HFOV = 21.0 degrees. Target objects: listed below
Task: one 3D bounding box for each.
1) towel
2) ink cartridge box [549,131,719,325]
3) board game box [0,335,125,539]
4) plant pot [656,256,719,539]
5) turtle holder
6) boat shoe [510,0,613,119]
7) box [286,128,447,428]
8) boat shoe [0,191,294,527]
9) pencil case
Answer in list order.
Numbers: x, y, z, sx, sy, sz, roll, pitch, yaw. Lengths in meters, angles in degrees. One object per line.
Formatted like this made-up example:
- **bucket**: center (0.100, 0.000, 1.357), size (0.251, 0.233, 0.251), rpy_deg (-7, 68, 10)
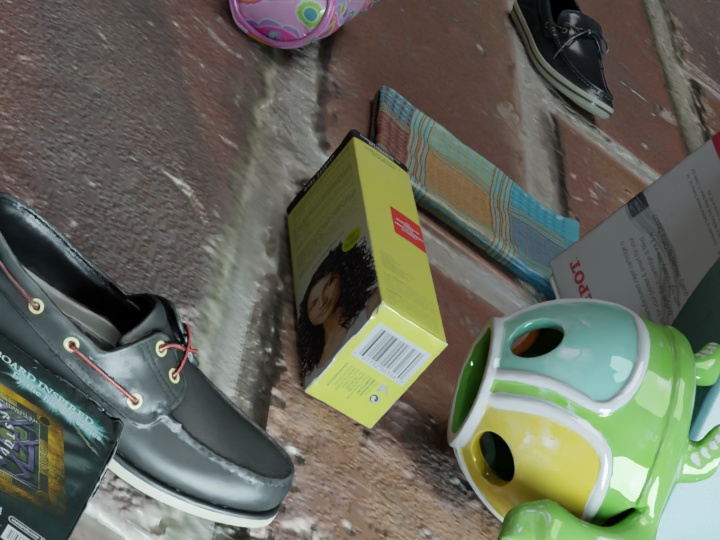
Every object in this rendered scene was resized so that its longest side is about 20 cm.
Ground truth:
- **towel**: center (0.090, -0.054, 1.448), size (0.200, 0.022, 0.147), rpy_deg (35, 22, -14)
- **ink cartridge box**: center (0.241, 0.007, 1.322), size (0.083, 0.200, 0.146), rpy_deg (26, 36, -39)
- **board game box**: center (-0.195, 0.043, 0.785), size (0.200, 0.028, 0.135), rpy_deg (38, 22, -7)
- **plant pot**: center (0.258, 0.074, 1.174), size (0.141, 0.201, 0.141), rpy_deg (20, 14, -8)
- **turtle holder**: center (0.116, 0.101, 1.083), size (0.131, 0.141, 0.186), rpy_deg (22, 65, -8)
- **boat shoe**: center (0.205, -0.221, 1.897), size (0.074, 0.062, 0.200), rpy_deg (28, 27, -34)
- **box**: center (0.000, 0.000, 1.129), size (0.050, 0.075, 0.200), rpy_deg (32, 23, -22)
- **boat shoe**: center (-0.108, 0.044, 0.888), size (0.201, 0.063, 0.074), rpy_deg (39, 20, -10)
- **pencil case**: center (-0.033, -0.224, 1.481), size (0.087, 0.087, 0.200), rpy_deg (42, 23, 2)
